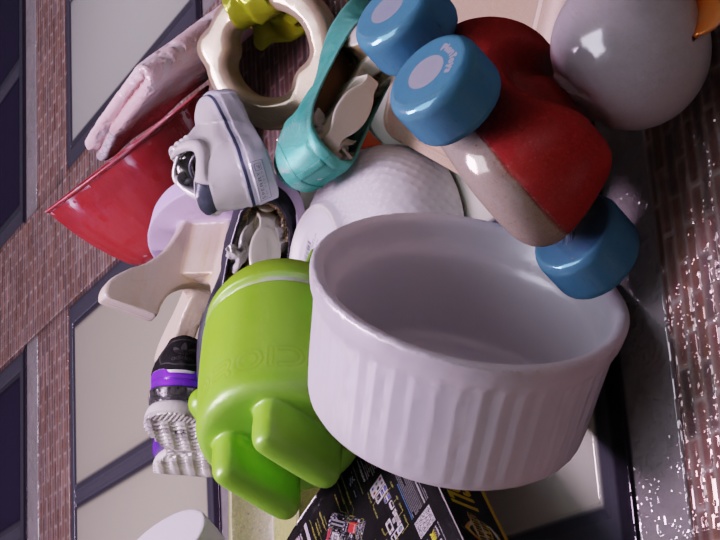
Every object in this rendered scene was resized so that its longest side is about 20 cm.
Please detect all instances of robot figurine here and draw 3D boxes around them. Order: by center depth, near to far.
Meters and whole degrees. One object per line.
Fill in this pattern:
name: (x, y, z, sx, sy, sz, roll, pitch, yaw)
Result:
robot figurine: (-0.056, 0.073, 1.200, 0.175, 0.115, 0.201, -42, 30, 30)

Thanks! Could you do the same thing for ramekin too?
ramekin: (0.061, 0.050, 1.069, 0.201, 0.199, 0.098, -127, 41, -54)

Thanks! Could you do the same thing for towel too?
towel: (-0.156, -0.193, 1.582, 0.032, 0.200, 0.191, 49, 149, -2)

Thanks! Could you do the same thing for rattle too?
rattle: (-0.036, -0.157, 1.469, 0.200, 0.143, 0.130, 41, 92, 15)

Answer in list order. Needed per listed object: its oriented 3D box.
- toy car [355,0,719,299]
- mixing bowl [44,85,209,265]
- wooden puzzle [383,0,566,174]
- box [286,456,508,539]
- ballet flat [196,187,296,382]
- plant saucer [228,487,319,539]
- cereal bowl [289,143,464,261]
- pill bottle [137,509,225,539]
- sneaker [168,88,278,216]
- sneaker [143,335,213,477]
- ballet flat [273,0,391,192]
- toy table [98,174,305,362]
toy car: (0.136, -0.125, 1.028, 0.200, 0.184, 0.177, -39, 32, 11)
mixing bowl: (-0.192, -0.077, 1.647, 0.109, 0.200, 0.200, 52, 152, -9)
wooden puzzle: (0.093, -0.159, 1.220, 0.200, 0.037, 0.186, 33, 115, 56)
box: (0.019, 0.193, 1.131, 0.160, 0.049, 0.200, -58, 25, 17)
ballet flat: (-0.089, 0.029, 1.366, 0.073, 0.073, 0.201, 10, 90, 64)
plant saucer: (-0.062, 0.173, 1.435, 0.200, 0.048, 0.201, 146, 125, -66)
cereal bowl: (0.000, 0.000, 1.320, 0.200, 0.083, 0.201, -15, 73, 62)
pill bottle: (-0.097, 0.286, 1.317, 0.114, 0.200, 0.114, -31, 20, 13)
sneaker: (-0.121, -0.097, 1.372, 0.200, 0.070, 0.073, -129, 26, -68)
sneaker: (-0.145, 0.115, 1.481, 0.200, 0.069, 0.100, 98, 175, -66)
ballet flat: (-0.002, -0.143, 1.326, 0.070, 0.067, 0.201, -18, 38, 45)
toy table: (-0.129, 0.004, 1.497, 0.200, 0.183, 0.118, 121, 161, -61)
